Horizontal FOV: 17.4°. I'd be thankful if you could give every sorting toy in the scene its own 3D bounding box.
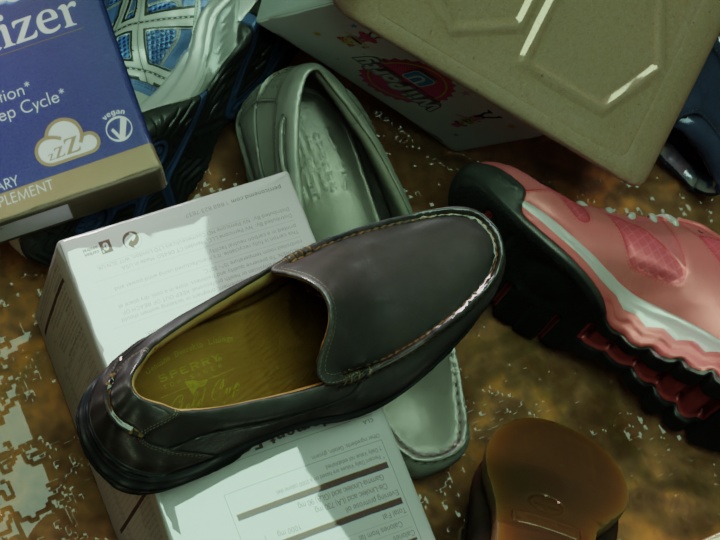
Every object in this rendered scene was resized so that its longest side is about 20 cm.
[{"bbox_3d":[0.097,-0.160,1.071,0.200,0.036,0.185,28,87,-31],"label":"sorting toy"}]

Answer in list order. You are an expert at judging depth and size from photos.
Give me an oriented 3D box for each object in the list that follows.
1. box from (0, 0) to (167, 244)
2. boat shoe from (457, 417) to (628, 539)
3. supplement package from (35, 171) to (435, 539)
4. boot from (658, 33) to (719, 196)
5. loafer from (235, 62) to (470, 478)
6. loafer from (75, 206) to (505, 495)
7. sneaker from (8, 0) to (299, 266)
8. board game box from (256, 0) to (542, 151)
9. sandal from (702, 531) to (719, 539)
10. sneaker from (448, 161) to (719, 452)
[{"bbox_3d":[-0.174,-0.110,1.051,0.121,0.032,0.200,-19,72,-4],"label":"box"},{"bbox_3d":[0.073,0.128,1.028,0.070,0.200,0.070,22,111,3],"label":"boat shoe"},{"bbox_3d":[-0.055,0.079,1.030,0.109,0.114,0.200,-18,78,-18],"label":"supplement package"},{"bbox_3d":[0.142,-0.131,1.144,0.200,0.073,0.090,46,68,-22],"label":"boot"},{"bbox_3d":[0.000,0.000,1.087,0.070,0.070,0.200,-24,87,-24],"label":"loafer"},{"bbox_3d":[-0.019,0.026,0.955,0.200,0.072,0.073,-31,80,-22],"label":"loafer"},{"bbox_3d":[-0.103,-0.082,1.107,0.077,0.076,0.200,31,63,19],"label":"sneaker"},{"bbox_3d":[0.038,-0.179,1.132,0.147,0.064,0.201,29,64,-40],"label":"board game box"},{"bbox_3d":[0.128,0.173,1.032,0.211,0.070,0.078,-28,78,-3],"label":"sandal"},{"bbox_3d":[0.130,0.003,1.133,0.200,0.074,0.087,37,57,-6],"label":"sneaker"}]
